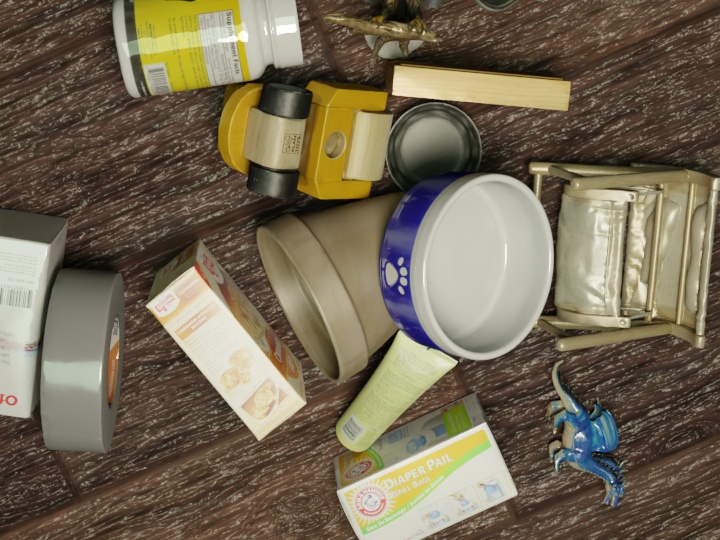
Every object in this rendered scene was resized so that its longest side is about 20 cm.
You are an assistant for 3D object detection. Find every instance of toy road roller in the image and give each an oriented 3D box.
[{"bbox_3d":[-0.074,-0.159,1.477,0.198,0.145,0.125,-2,110,-41],"label":"toy road roller"}]

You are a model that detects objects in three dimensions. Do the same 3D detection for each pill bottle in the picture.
[{"bbox_3d":[-0.166,-0.261,1.433,0.197,0.114,0.116,-9,104,-2],"label":"pill bottle"}]

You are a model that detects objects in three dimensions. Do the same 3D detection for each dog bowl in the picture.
[{"bbox_3d":[0.118,-0.007,1.423,0.198,0.078,0.203,-7,100,-38],"label":"dog bowl"}]

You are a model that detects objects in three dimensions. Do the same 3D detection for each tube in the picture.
[{"bbox_3d":[0.036,0.143,1.525,0.057,0.052,0.201,-5,147,-35],"label":"tube"}]

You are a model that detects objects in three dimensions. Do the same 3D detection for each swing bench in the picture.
[{"bbox_3d":[0.302,-0.019,1.515,0.197,0.130,0.202,-1,103,-18],"label":"swing bench"}]

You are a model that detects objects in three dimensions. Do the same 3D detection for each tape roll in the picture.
[{"bbox_3d":[-0.309,0.101,1.458,0.065,0.200,0.203,4,103,-4],"label":"tape roll"}]

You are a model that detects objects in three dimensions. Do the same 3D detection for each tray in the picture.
[{"bbox_3d":[0.130,-0.212,1.473,0.197,0.099,0.038,5,102,-5],"label":"tray"}]

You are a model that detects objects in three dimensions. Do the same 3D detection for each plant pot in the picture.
[{"bbox_3d":[0.000,0.000,1.482,0.172,0.200,0.202,-28,104,-13],"label":"plant pot"}]

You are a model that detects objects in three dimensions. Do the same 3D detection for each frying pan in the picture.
[{"bbox_3d":[0.104,-0.109,1.531,0.114,0.031,0.191,-31,107,4],"label":"frying pan"}]

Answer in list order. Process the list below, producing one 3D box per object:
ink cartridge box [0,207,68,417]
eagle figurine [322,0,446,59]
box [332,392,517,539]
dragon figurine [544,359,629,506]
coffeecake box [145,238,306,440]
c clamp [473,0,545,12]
[{"bbox_3d":[-0.423,0.041,1.471,0.145,0.146,0.203,9,103,-7],"label":"ink cartridge box"},{"bbox_3d":[0.052,-0.345,1.439,0.151,0.149,0.203,27,62,-47],"label":"eagle figurine"},{"bbox_3d":[0.075,0.249,1.573,0.198,0.113,0.102,-25,104,4],"label":"box"},{"bbox_3d":[0.282,0.194,1.601,0.098,0.059,0.203,-7,104,-2],"label":"dragon figurine"},{"bbox_3d":[-0.152,0.076,1.494,0.073,0.154,0.201,-37,103,5],"label":"coffeecake box"},{"bbox_3d":[0.157,-0.376,1.430,0.171,0.027,0.201,-41,115,-26],"label":"c clamp"}]
